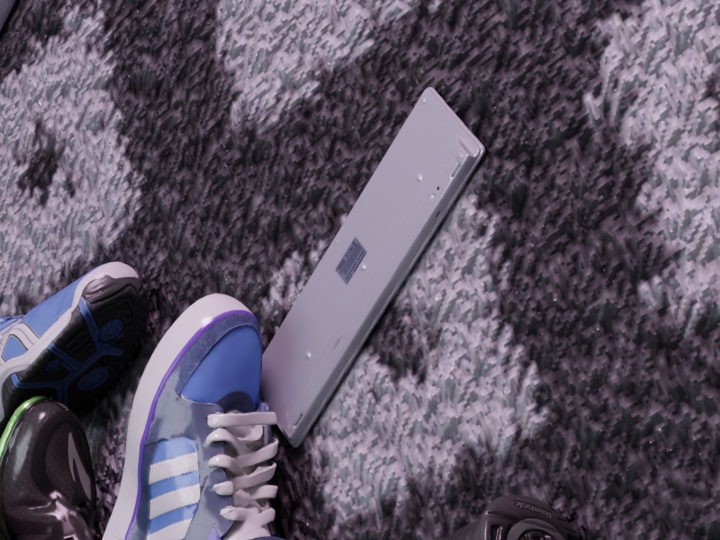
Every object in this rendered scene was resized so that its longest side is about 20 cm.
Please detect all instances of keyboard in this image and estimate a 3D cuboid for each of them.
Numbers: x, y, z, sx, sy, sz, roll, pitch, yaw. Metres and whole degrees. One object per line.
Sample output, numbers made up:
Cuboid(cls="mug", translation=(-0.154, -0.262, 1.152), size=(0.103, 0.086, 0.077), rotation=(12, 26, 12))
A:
Cuboid(cls="keyboard", translation=(0.000, 0.000, 1.235), size=(0.201, 0.011, 0.056), rotation=(-58, 42, 23))

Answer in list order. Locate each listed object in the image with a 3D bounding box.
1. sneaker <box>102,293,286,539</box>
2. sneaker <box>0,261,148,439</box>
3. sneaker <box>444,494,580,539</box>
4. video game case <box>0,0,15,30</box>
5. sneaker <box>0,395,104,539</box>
Cuboid(cls="sneaker", translation=(-0.057, 0.129, 1.229), size=(0.146, 0.080, 0.202), rotation=(25, 100, 36))
Cuboid(cls="sneaker", translation=(-0.199, 0.053, 1.390), size=(0.200, 0.075, 0.077), rotation=(-44, 59, 32))
Cuboid(cls="sneaker", translation=(0.068, 0.211, 1.091), size=(0.091, 0.075, 0.202), rotation=(-31, 54, 51))
Cuboid(cls="video game case", translation=(-0.248, -0.276, 1.538), size=(0.183, 0.022, 0.200), rotation=(-58, 47, 23))
Cuboid(cls="sneaker", translation=(-0.157, 0.169, 1.338), size=(0.083, 0.076, 0.202), rotation=(-15, 82, 38))
